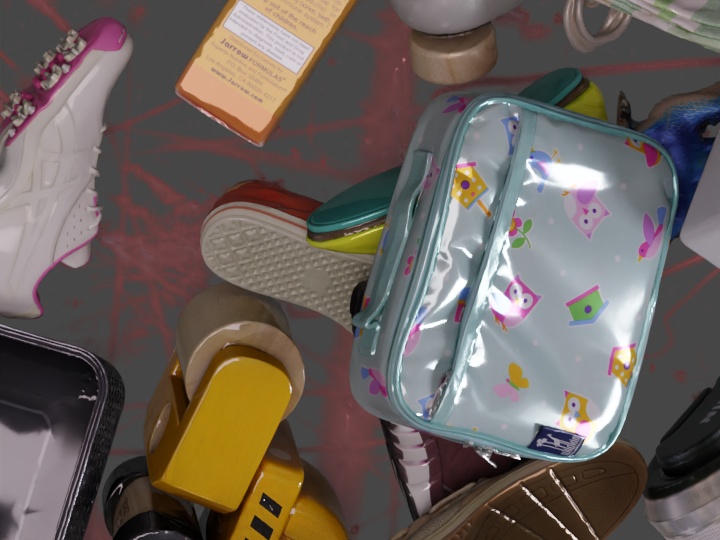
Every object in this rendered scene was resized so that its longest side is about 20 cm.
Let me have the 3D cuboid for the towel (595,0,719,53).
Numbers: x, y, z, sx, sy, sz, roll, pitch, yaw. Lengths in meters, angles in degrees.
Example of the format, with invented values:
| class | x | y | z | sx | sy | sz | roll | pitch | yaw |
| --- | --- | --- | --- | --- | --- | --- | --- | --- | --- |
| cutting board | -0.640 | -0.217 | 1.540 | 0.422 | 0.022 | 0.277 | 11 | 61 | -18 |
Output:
| class | x | y | z | sx | sy | sz | roll | pitch | yaw |
| --- | --- | --- | --- | --- | --- | --- | --- | --- | --- |
| towel | 0.142 | -0.196 | 1.378 | 0.200 | 0.153 | 0.023 | 26 | 137 | 13 |

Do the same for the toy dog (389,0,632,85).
| class | x | y | z | sx | sy | sz | roll | pitch | yaw |
| --- | --- | --- | --- | --- | --- | --- | --- | --- | --- |
| toy dog | 0.072 | -0.187 | 1.448 | 0.096 | 0.200 | 0.132 | 28 | 120 | 34 |

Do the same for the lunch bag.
| class | x | y | z | sx | sy | sz | roll | pitch | yaw |
| --- | --- | --- | --- | --- | --- | --- | --- | --- | --- |
| lunch bag | 0.082 | 0.007 | 1.408 | 0.160 | 0.077 | 0.200 | 16 | 87 | -29 |

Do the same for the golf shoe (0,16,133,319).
| class | x | y | z | sx | sy | sz | roll | pitch | yaw |
| --- | --- | --- | --- | --- | --- | --- | --- | --- | --- |
| golf shoe | -0.183 | -0.058 | 1.531 | 0.092 | 0.075 | 0.200 | 32 | 105 | -18 |

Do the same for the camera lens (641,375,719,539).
| class | x | y | z | sx | sy | sz | roll | pitch | yaw |
| --- | --- | --- | --- | --- | --- | --- | --- | --- | --- |
| camera lens | 0.274 | 0.147 | 1.482 | 0.160 | 0.160 | 0.200 | -40 | 96 | 11 |

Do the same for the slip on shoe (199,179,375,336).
| class | x | y | z | sx | sy | sz | roll | pitch | yaw |
| --- | --- | --- | --- | --- | --- | --- | --- | --- | --- |
| slip on shoe | 0.000 | 0.000 | 1.525 | 0.200 | 0.061 | 0.074 | 23 | 125 | -12 |

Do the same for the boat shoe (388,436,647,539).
| class | x | y | z | sx | sy | sz | roll | pitch | yaw |
| --- | --- | --- | --- | --- | --- | --- | --- | --- | --- |
| boat shoe | 0.076 | 0.149 | 1.498 | 0.200 | 0.065 | 0.072 | -37 | 118 | 15 |

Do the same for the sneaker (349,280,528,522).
| class | x | y | z | sx | sy | sz | roll | pitch | yaw |
| --- | --- | --- | --- | --- | --- | --- | --- | --- | --- |
| sneaker | 0.065 | 0.064 | 1.506 | 0.115 | 0.076 | 0.200 | -19 | 137 | -3 |

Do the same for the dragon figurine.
| class | x | y | z | sx | sy | sz | roll | pitch | yaw |
| --- | --- | --- | --- | --- | --- | --- | --- | --- | --- |
| dragon figurine | 0.195 | -0.050 | 1.500 | 0.099 | 0.059 | 0.200 | 7 | 101 | 3 |

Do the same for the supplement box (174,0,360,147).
| class | x | y | z | sx | sy | sz | roll | pitch | yaw |
| --- | --- | --- | --- | --- | --- | --- | --- | --- | --- |
| supplement box | -0.027 | -0.173 | 1.489 | 0.069 | 0.067 | 0.200 | 32 | 103 | -2 |

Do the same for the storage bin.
| class | x | y | z | sx | sy | sz | roll | pitch | yaw |
| --- | --- | --- | --- | --- | --- | --- | --- | --- | --- |
| storage bin | -0.232 | 0.131 | 1.525 | 0.135 | 0.094 | 0.200 | 16 | 84 | 3 |

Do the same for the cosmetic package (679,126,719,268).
| class | x | y | z | sx | sy | sz | roll | pitch | yaw |
| --- | --- | --- | --- | --- | --- | --- | --- | --- | --- |
| cosmetic package | 0.309 | -0.066 | 1.367 | 0.165 | 0.200 | 0.165 | 32 | 63 | -19 |

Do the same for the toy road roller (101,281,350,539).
| class | x | y | z | sx | sy | sz | roll | pitch | yaw |
| --- | --- | --- | --- | --- | --- | --- | --- | --- | --- |
| toy road roller | -0.062 | 0.121 | 1.529 | 0.146 | 0.123 | 0.200 | 20 | 104 | -14 |

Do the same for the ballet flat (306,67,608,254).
| class | x | y | z | sx | sy | sz | roll | pitch | yaw |
| --- | --- | --- | --- | --- | --- | --- | --- | --- | --- |
| ballet flat | 0.064 | -0.045 | 1.485 | 0.200 | 0.067 | 0.067 | -31 | 114 | -17 |
